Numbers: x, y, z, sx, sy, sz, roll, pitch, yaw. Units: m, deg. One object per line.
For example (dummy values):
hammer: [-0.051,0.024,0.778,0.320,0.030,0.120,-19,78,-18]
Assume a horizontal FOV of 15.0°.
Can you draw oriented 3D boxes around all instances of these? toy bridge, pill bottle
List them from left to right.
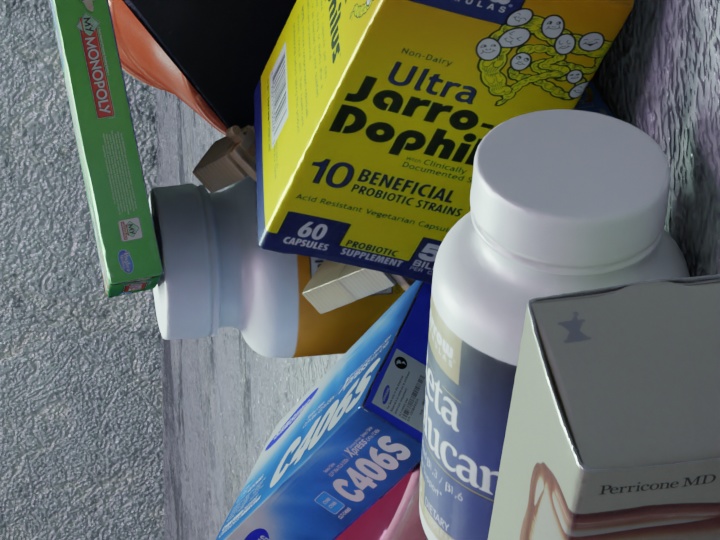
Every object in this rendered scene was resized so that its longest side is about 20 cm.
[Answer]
pill bottle: [-0.010,-0.011,1.472,0.111,0.200,0.111,176,90,-81]
toy bridge: [0.000,0.000,1.379,0.067,0.200,0.027,-21,28,49]
pill bottle: [0.084,0.035,1.185,0.111,0.111,0.200,-106,15,-52]

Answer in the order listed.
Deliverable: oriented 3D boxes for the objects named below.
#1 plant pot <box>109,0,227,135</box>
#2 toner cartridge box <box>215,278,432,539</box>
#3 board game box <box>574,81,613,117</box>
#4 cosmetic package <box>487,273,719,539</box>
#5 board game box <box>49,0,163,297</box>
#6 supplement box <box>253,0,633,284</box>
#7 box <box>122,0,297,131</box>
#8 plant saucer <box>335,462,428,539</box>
plant pot: [-0.077,-0.185,1.900,0.195,0.201,0.201,-130,35,-60]
toner cartridge box: [-0.006,0.083,1.375,0.200,0.043,0.095,-48,11,53]
board game box: [0.097,0.005,1.331,0.151,0.037,0.200,-111,18,-61]
cosmetic package: [0.111,0.101,1.084,0.200,0.103,0.087,93,166,-48]
board game box: [-0.135,-0.089,1.401,0.135,0.029,0.200,154,105,-83]
supplement box: [0.033,-0.101,1.261,0.200,0.109,0.110,118,157,-44]
box: [-0.030,-0.194,1.436,0.123,0.198,0.200,53,-174,-24]
plant saucer: [-0.007,0.177,1.335,0.201,0.051,0.201,-54,7,9]
